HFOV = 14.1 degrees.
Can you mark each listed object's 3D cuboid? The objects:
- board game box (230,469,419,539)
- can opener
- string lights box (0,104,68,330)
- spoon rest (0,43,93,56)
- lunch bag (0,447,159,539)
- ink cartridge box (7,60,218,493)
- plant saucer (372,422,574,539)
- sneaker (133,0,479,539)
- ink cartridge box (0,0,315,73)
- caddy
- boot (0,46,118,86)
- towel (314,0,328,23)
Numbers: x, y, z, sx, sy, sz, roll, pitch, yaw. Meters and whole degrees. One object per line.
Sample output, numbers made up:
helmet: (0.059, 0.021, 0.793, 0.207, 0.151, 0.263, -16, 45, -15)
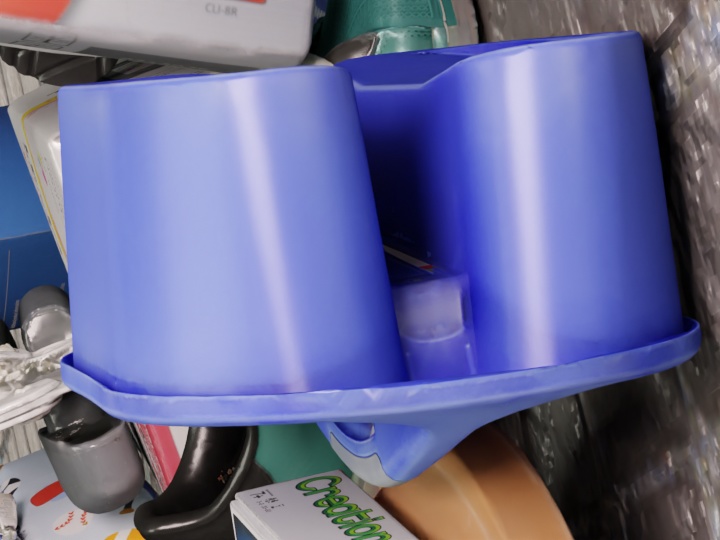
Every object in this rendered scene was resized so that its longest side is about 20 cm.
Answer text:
board game box: (0.016, 0.132, 0.682, 0.200, 0.035, 0.126, -147, 46, -71)
can opener: (-0.114, 0.043, 1.011, 0.200, 0.053, 0.067, -140, 27, -78)
string lights box: (-0.139, -0.019, 1.143, 0.103, 0.200, 0.059, 112, 144, -66)
spoon rest: (-0.099, -0.087, 0.888, 0.061, 0.200, 0.099, 36, -149, -52)
lunch bag: (-0.082, 0.158, 1.033, 0.160, 0.075, 0.200, -135, 26, -69)
ink cartridge box: (-0.051, 0.001, 0.971, 0.200, 0.086, 0.148, -153, 42, -77)
plant saucer: (0.035, 0.138, 0.756, 0.200, 0.032, 0.201, 170, 90, -77)
sneaker: (-0.018, -0.005, 0.833, 0.071, 0.080, 0.200, -153, 70, -70)
ink cartridge box: (-0.084, -0.162, 0.799, 0.050, 0.162, 0.200, -177, 93, -70)
caddy: (0.000, 0.000, 0.705, 0.200, 0.141, 0.105, -166, 71, -76)
boot: (-0.076, -0.169, 0.971, 0.132, 0.070, 0.200, -68, -1, -65)
towel: (-0.014, -0.118, 0.942, 0.145, 0.024, 0.200, -136, 39, -72)
